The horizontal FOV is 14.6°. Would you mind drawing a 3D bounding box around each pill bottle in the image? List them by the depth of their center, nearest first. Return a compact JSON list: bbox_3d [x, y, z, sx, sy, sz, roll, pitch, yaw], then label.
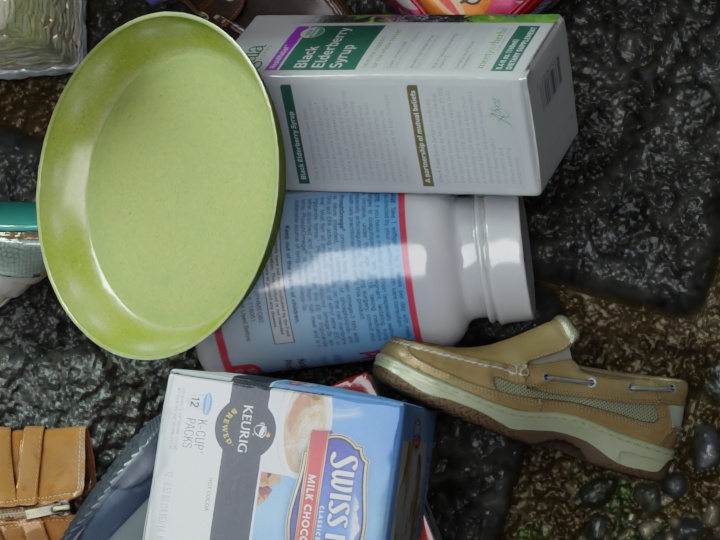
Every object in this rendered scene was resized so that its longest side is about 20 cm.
[{"bbox_3d":[0.000,0.000,1.671,0.200,0.109,0.109,-6,86,7],"label":"pill bottle"}]

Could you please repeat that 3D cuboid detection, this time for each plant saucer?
[{"bbox_3d":[-0.110,-0.047,1.624,0.200,0.031,0.200,-6,81,41],"label":"plant saucer"}]

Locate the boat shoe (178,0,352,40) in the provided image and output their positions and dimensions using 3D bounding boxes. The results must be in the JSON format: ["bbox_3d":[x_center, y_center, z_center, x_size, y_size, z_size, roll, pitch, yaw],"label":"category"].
[{"bbox_3d":[-0.089,-0.187,1.715,0.200,0.070,0.070,34,88,7],"label":"boat shoe"}]

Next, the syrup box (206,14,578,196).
[{"bbox_3d":[0.019,-0.098,1.642,0.200,0.079,0.082,3,122,22],"label":"syrup box"}]

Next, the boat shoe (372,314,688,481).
[{"bbox_3d":[0.102,0.061,1.645,0.200,0.072,0.076,18,95,-27],"label":"boat shoe"}]

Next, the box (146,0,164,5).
[{"bbox_3d":[-0.072,-0.289,1.620,0.200,0.122,0.193,-19,69,9],"label":"box"}]

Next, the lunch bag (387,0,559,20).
[{"bbox_3d":[0.062,-0.243,1.697,0.176,0.082,0.200,-43,83,-1],"label":"lunch bag"}]

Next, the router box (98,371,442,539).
[{"bbox_3d":[-0.038,0.187,1.694,0.179,0.049,0.200,-23,84,5],"label":"router box"}]

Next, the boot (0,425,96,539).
[{"bbox_3d":[-0.242,0.111,1.717,0.154,0.074,0.200,-13,97,8],"label":"boot"}]

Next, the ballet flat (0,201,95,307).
[{"bbox_3d":[-0.251,-0.013,1.733,0.200,0.069,0.071,7,105,12],"label":"ballet flat"}]

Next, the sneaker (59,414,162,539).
[{"bbox_3d":[-0.142,0.179,1.660,0.082,0.070,0.200,31,107,-4],"label":"sneaker"}]

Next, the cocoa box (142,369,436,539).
[{"bbox_3d":[-0.036,0.129,1.572,0.131,0.200,0.134,8,87,7],"label":"cocoa box"}]

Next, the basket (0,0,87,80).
[{"bbox_3d":[-0.276,-0.221,1.696,0.198,0.161,0.200,-2,85,8],"label":"basket"}]
